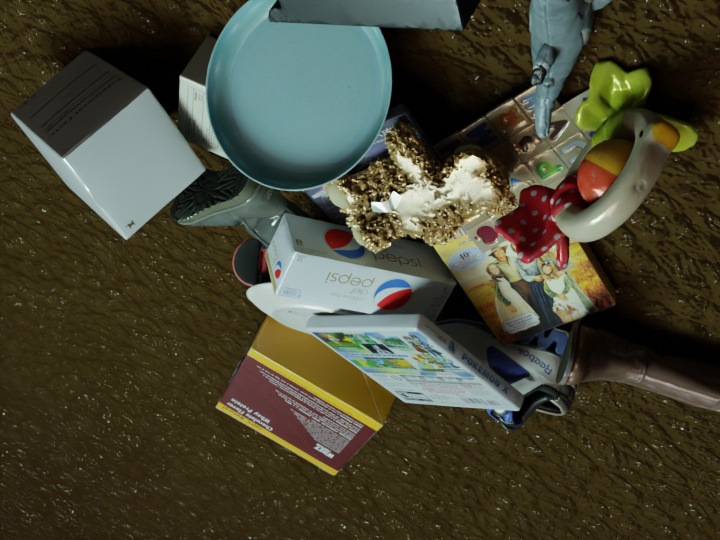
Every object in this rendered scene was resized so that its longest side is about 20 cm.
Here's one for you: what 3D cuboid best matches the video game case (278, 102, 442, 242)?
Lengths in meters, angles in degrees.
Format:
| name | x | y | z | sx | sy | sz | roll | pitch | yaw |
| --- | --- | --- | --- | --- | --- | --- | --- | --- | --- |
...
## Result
| name | x | y | z | sx | sy | sz | roll | pitch | yaw |
| --- | --- | --- | --- | --- | --- | --- | --- | --- | --- |
| video game case | 0.022 | -0.089 | 1.218 | 0.141 | 0.019 | 0.200 | -19 | 144 | 18 |

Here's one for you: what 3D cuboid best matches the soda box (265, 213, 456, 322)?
| name | x | y | z | sx | sy | sz | roll | pitch | yaw |
| --- | --- | --- | --- | --- | --- | --- | --- | --- | --- |
| soda box | 0.000 | 0.000 | 1.261 | 0.197 | 0.069 | 0.064 | 12 | 126 | -26 |

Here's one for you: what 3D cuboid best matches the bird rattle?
| name | x | y | z | sx | sy | sz | roll | pitch | yaw |
| --- | --- | --- | --- | --- | --- | --- | --- | --- | --- |
| bird rattle | 0.208 | -0.086 | 1.035 | 0.112 | 0.200 | 0.163 | 42 | -177 | -13 |

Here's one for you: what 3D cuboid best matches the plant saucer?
| name | x | y | z | sx | sy | sz | roll | pitch | yaw |
| --- | --- | --- | --- | --- | --- | --- | --- | --- | --- |
| plant saucer | -0.059 | -0.179 | 1.137 | 0.197 | 0.204 | 0.027 | 13 | -175 | 19 |

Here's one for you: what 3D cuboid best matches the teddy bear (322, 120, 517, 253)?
| name | x | y | z | sx | sy | sz | roll | pitch | yaw |
| --- | --- | --- | --- | --- | --- | --- | --- | --- | --- |
| teddy bear | 0.058 | -0.081 | 1.154 | 0.145 | 0.067 | 0.199 | 46 | 130 | -15 |

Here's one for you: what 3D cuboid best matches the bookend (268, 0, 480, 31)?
| name | x | y | z | sx | sy | sz | roll | pitch | yaw |
| --- | --- | --- | --- | --- | --- | --- | --- | --- | --- |
| bookend | -0.004 | -0.313 | 0.975 | 0.197 | 0.093 | 0.200 | 8 | 140 | 28 |

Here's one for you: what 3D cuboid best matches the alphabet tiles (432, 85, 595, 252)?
| name | x | y | z | sx | sy | sz | roll | pitch | yaw |
| --- | --- | --- | --- | --- | --- | --- | --- | --- | --- |
| alphabet tiles | 0.172 | -0.095 | 1.155 | 0.199 | 0.006 | 0.167 | -29 | 118 | 30 |

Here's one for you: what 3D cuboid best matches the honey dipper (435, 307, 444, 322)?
| name | x | y | z | sx | sy | sz | roll | pitch | yaw |
| --- | --- | --- | --- | --- | --- | --- | --- | --- | --- |
| honey dipper | 0.005 | 0.050 | 1.439 | 0.196 | 0.038 | 0.038 | 6 | 143 | 5 |

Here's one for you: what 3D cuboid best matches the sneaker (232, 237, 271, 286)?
| name | x | y | z | sx | sy | sz | roll | pitch | yaw |
| --- | --- | --- | --- | --- | --- | --- | --- | --- | --- |
| sneaker | -0.055 | -0.007 | 1.441 | 0.197 | 0.075 | 0.087 | 8 | 180 | 9 |

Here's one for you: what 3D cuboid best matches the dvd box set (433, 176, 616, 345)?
| name | x | y | z | sx | sy | sz | roll | pitch | yaw |
| --- | --- | --- | --- | --- | --- | --- | --- | --- | --- |
| dvd box set | 0.171 | -0.014 | 1.256 | 0.145 | 0.030 | 0.201 | -21 | 125 | 23 |

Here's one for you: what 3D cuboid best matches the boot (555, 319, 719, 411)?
| name | x | y | z | sx | sy | sz | roll | pitch | yaw |
| --- | --- | --- | --- | --- | --- | --- | --- | --- | --- |
| boot | 0.318 | 0.115 | 1.260 | 0.197 | 0.186 | 0.065 | 22 | 107 | 14 |

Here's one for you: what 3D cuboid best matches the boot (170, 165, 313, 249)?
| name | x | y | z | sx | sy | sz | roll | pitch | yaw |
| --- | --- | --- | --- | --- | --- | --- | --- | --- | --- |
| boot | -0.102 | -0.040 | 1.338 | 0.199 | 0.073 | 0.180 | 33 | 160 | -35 |

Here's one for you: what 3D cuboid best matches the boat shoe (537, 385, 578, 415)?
| name | x | y | z | sx | sy | sz | roll | pitch | yaw |
| --- | --- | --- | --- | --- | --- | --- | --- | --- | --- |
| boat shoe | 0.173 | 0.132 | 1.454 | 0.197 | 0.060 | 0.072 | 13 | 144 | 21 |

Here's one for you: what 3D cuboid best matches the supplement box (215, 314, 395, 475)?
| name | x | y | z | sx | sy | sz | roll | pitch | yaw |
| --- | --- | --- | --- | --- | --- | --- | --- | --- | --- |
| supplement box | -0.062 | 0.143 | 1.563 | 0.195 | 0.134 | 0.200 | 30 | 145 | -3 |

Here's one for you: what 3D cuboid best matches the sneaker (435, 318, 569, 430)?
| name | x | y | z | sx | sy | sz | roll | pitch | yaw |
| --- | --- | --- | --- | --- | --- | --- | --- | --- | --- |
| sneaker | 0.152 | 0.126 | 1.379 | 0.196 | 0.117 | 0.081 | 0 | 153 | 19 |

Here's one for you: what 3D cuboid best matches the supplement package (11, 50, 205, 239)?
| name | x | y | z | sx | sy | sz | roll | pitch | yaw |
| --- | --- | --- | --- | --- | --- | --- | --- | --- | --- |
| supplement package | -0.281 | -0.143 | 1.286 | 0.199 | 0.120 | 0.122 | 34 | 162 | 52 |

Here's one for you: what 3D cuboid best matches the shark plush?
| name | x | y | z | sx | sy | sz | roll | pitch | yaw |
| --- | --- | --- | --- | --- | --- | --- | --- | --- | --- |
| shark plush | 0.158 | -0.199 | 1.017 | 0.090 | 0.084 | 0.201 | 24 | 145 | 4 |

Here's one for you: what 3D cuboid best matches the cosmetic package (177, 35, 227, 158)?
| name | x | y | z | sx | sy | sz | roll | pitch | yaw |
| --- | --- | --- | --- | --- | --- | --- | --- | --- | --- |
| cosmetic package | -0.093 | -0.160 | 1.248 | 0.198 | 0.074 | 0.104 | 25 | 146 | 5 |

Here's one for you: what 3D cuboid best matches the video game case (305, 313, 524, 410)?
| name | x | y | z | sx | sy | sz | roll | pitch | yaw |
| --- | --- | --- | --- | --- | --- | --- | --- | --- | --- |
| video game case | 0.059 | 0.103 | 1.313 | 0.182 | 0.022 | 0.199 | 38 | 156 | -31 |

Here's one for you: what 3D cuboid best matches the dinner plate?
| name | x | y | z | sx | sy | sz | roll | pitch | yaw |
| --- | --- | --- | --- | --- | --- | --- | --- | --- | --- |
| dinner plate | -0.041 | 0.054 | 1.384 | 0.197 | 0.025 | 0.200 | 10 | 163 | 3 |
